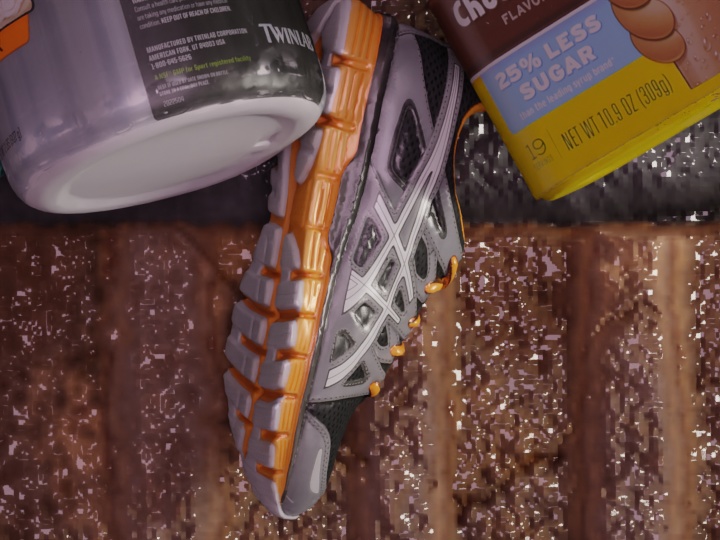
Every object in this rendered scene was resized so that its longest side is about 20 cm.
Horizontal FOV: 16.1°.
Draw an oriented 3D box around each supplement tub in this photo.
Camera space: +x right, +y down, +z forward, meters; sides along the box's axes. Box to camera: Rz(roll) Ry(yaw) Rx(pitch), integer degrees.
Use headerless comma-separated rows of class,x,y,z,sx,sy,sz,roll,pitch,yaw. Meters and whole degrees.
supplement tub,-0.096,-0.132,0.934,0.122,0.123,0.201,-17,79,-3

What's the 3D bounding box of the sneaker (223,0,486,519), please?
sneaker,0.000,0.000,0.979,0.077,0.078,0.201,11,97,-22

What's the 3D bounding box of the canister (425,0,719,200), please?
canister,0.078,-0.145,0.943,0.148,0.086,0.201,-31,86,26

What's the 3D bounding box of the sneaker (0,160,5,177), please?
sneaker,-0.196,-0.115,0.973,0.091,0.078,0.201,-22,89,13
